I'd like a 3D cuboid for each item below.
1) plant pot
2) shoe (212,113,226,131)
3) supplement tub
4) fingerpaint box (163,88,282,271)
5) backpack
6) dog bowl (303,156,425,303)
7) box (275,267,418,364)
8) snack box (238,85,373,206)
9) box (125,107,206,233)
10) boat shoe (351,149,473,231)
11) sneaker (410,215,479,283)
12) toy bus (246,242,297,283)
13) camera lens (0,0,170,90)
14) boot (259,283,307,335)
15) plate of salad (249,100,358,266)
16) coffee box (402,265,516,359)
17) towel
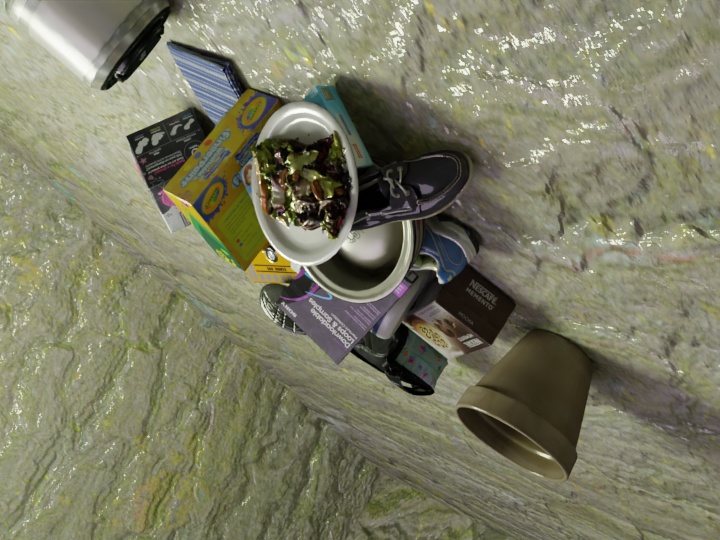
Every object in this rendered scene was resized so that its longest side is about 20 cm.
[{"bbox_3d":[0.270,0.196,1.194,0.198,0.175,0.201,32,163,11],"label":"plant pot"},{"bbox_3d":[-0.218,-0.157,1.249,0.090,0.072,0.201,28,132,-8],"label":"shoe"},{"bbox_3d":[0.000,0.000,1.254,0.198,0.146,0.145,33,162,8],"label":"supplement tub"},{"bbox_3d":[-0.170,-0.133,1.143,0.073,0.201,0.168,24,160,34],"label":"fingerpaint box"},{"bbox_3d":[0.087,0.155,1.490,0.199,0.128,0.166,35,176,-36],"label":"backpack"},{"bbox_3d":[0.003,-0.063,1.056,0.197,0.073,0.205,10,109,29],"label":"dog bowl"},{"bbox_3d":[-0.025,0.030,1.173,0.143,0.036,0.201,43,121,3],"label":"box"},{"bbox_3d":[-0.077,-0.134,1.012,0.199,0.037,0.118,-38,75,42],"label":"snack box"},{"bbox_3d":[-0.323,-0.172,1.389,0.116,0.130,0.201,61,168,17],"label":"box"},{"bbox_3d":[0.043,-0.094,0.937,0.197,0.074,0.062,-18,173,33],"label":"boat shoe"},{"bbox_3d":[0.070,-0.052,1.104,0.198,0.078,0.076,29,163,31],"label":"sneaker"},{"bbox_3d":[-0.156,-0.023,1.395,0.197,0.065,0.080,1,122,45],"label":"toy bus"},{"bbox_3d":[-0.364,-0.354,1.015,0.199,0.161,0.159,40,162,-16],"label":"camera lens"},{"bbox_3d":[-0.066,0.067,1.375,0.200,0.075,0.153,19,-165,16],"label":"boot"},{"bbox_3d":[-0.080,-0.106,0.956,0.198,0.205,0.047,20,-161,40],"label":"plate of salad"},{"bbox_3d":[0.153,0.070,1.250,0.112,0.080,0.200,38,163,-3],"label":"coffee box"},{"bbox_3d":[-0.209,-0.262,1.198,0.143,0.024,0.201,28,159,33],"label":"towel"}]
